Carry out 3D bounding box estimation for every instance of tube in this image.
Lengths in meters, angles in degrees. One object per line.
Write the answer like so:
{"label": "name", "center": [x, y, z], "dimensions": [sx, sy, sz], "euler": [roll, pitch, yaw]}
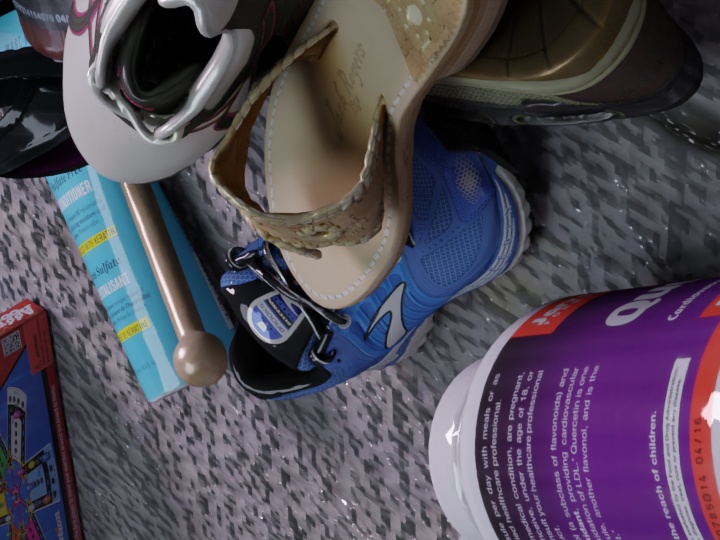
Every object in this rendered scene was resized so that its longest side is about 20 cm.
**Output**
{"label": "tube", "center": [-0.117, -0.039, 1.180], "dimensions": [0.077, 0.050, 0.200], "euler": [-29, 86, 51]}

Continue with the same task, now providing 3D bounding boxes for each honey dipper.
{"label": "honey dipper", "center": [-0.096, -0.035, 1.086], "dimensions": [0.038, 0.038, 0.200], "euler": [111, 145, -52]}

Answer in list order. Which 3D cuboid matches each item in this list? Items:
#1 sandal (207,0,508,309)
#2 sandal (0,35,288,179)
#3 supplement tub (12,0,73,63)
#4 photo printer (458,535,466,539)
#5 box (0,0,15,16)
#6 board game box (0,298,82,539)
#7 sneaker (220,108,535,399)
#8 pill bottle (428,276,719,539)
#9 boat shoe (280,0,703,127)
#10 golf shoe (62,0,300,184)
{"label": "sandal", "center": [-0.019, -0.048, 0.859], "dimensions": [0.078, 0.070, 0.212], "euler": [53, 147, 18]}
{"label": "sandal", "center": [-0.116, -0.065, 1.049], "dimensions": [0.200, 0.075, 0.048], "euler": [-3, 85, 22]}
{"label": "supplement tub", "center": [-0.101, -0.187, 0.972], "dimensions": [0.107, 0.107, 0.201], "euler": [19, 130, 46]}
{"label": "photo printer", "center": [0.068, 0.181, 0.967], "dimensions": [0.069, 0.200, 0.166], "euler": [39, 176, -39]}
{"label": "box", "center": [-0.213, -0.171, 1.049], "dimensions": [0.086, 0.200, 0.164], "euler": [22, 133, 44]}
{"label": "board game box", "center": [-0.199, 0.120, 1.365], "dimensions": [0.019, 0.103, 0.200], "euler": [31, 139, 38]}
{"label": "sneaker", "center": [0.000, 0.000, 1.001], "dimensions": [0.079, 0.089, 0.200], "euler": [50, 147, 12]}
{"label": "pill bottle", "center": [0.110, 0.060, 0.875], "dimensions": [0.200, 0.112, 0.113], "euler": [-9, 109, 56]}
{"label": "boat shoe", "center": [0.041, -0.081, 0.897], "dimensions": [0.065, 0.073, 0.200], "euler": [35, 174, -32]}
{"label": "golf shoe", "center": [-0.072, -0.078, 0.894], "dimensions": [0.077, 0.088, 0.200], "euler": [34, 145, -2]}
